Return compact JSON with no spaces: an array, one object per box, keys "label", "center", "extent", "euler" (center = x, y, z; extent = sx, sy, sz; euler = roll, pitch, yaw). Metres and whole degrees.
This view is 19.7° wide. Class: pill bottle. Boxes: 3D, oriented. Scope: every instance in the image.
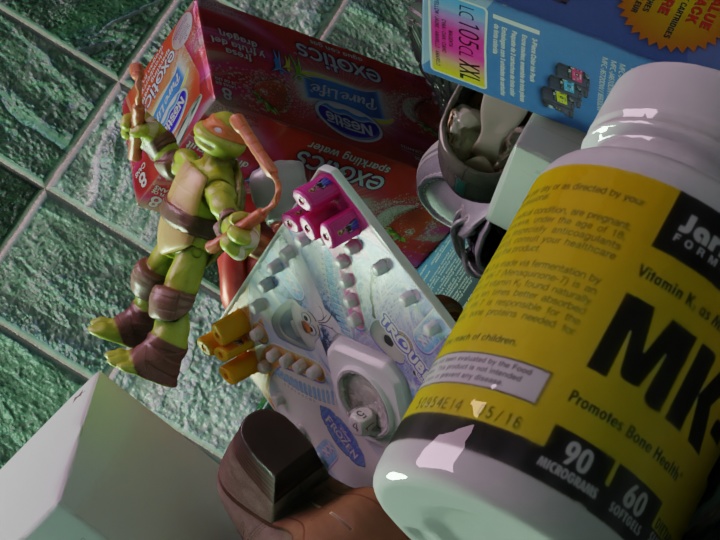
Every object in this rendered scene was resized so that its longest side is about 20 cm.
[{"label":"pill bottle","center":[0.098,0.025,0.798],"extent":[0.200,0.114,0.114],"euler":[-60,4,-21]}]

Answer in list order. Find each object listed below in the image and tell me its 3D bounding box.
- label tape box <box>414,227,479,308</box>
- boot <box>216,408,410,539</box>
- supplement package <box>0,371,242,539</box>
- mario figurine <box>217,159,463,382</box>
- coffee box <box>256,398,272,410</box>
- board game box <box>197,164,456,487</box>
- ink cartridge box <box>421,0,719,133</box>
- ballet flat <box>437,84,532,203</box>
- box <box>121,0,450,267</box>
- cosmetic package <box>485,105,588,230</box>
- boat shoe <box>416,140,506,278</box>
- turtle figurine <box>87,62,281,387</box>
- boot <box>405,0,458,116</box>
[{"label":"label tape box","center":[0.084,0.028,1.255],"extent":[0.144,0.063,0.200],"euler":[-57,21,19]},{"label":"boot","center":[-0.011,0.163,1.094],"extent":[0.070,0.200,0.146],"euler":[-26,-30,-13]},{"label":"supplement package","center":[-0.131,0.198,1.187],"extent":[0.151,0.200,0.152],"euler":[-44,16,19]},{"label":"mario figurine","center":[0.000,0.000,1.174],"extent":[0.106,0.200,0.124],"euler":[-17,-54,-37]},{"label":"coffee box","center":[-0.003,0.100,1.383],"extent":[0.200,0.123,0.044],"euler":[-58,6,-13]},{"label":"board game box","center":[0.002,0.071,1.102],"extent":[0.026,0.200,0.200],"euler":[-30,-12,-31]},{"label":"ink cartridge box","center":[0.145,-0.125,0.935],"extent":[0.136,0.200,0.076],"euler":[-60,-16,-25]},{"label":"ballet flat","center":[0.101,-0.128,1.090],"extent":[0.200,0.067,0.064],"euler":[-63,-9,-4]},{"label":"box","center":[-0.035,-0.077,1.280],"extent":[0.100,0.200,0.096],"euler":[-49,38,35]},{"label":"cosmetic package","center":[0.154,-0.093,1.015],"extent":[0.200,0.108,0.085],"euler":[-61,-6,-26]},{"label":"boat shoe","center":[0.086,-0.029,1.136],"extent":[0.072,0.070,0.201],"euler":[-41,31,-24]},{"label":"turtle figurine","center":[-0.099,-0.027,1.150],"extent":[0.200,0.064,0.161],"euler":[40,112,50]},{"label":"boot","center":[0.133,-0.151,1.213],"extent":[0.200,0.066,0.165],"euler":[-33,-34,-8]}]
